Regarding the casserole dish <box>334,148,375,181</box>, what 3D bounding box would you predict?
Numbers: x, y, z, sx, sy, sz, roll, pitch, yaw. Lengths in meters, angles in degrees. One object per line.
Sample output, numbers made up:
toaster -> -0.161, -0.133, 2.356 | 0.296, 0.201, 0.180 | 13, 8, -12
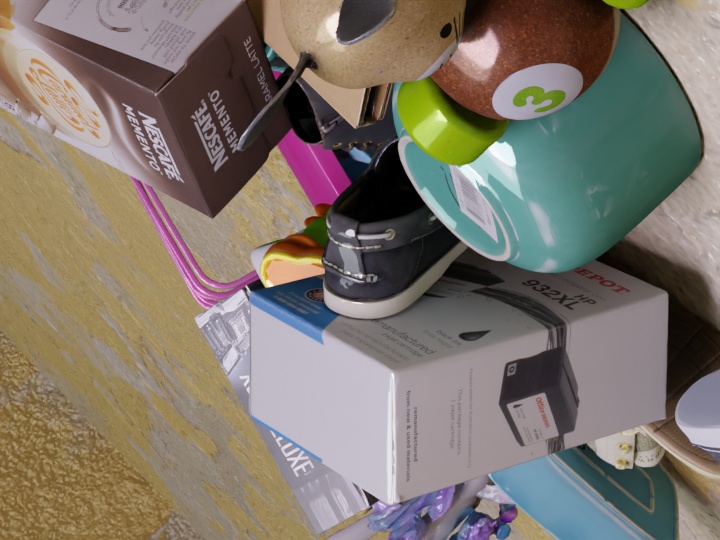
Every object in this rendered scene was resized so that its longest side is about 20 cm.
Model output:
casserole dish -> 0.057, -0.019, 1.831 | 0.200, 0.039, 0.121 | 55, 164, -21

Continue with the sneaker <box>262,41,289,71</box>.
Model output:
sneaker -> -0.048, -0.154, 1.654 | 0.078, 0.091, 0.200 | 42, 164, 27

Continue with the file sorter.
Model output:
file sorter -> -0.085, -0.055, 1.873 | 0.139, 0.125, 0.200 | 59, 175, 4

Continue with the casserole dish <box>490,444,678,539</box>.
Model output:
casserole dish -> 0.149, 0.132, 1.786 | 0.200, 0.039, 0.121 | 40, -150, -22

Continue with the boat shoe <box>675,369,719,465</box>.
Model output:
boat shoe -> 0.253, 0.098, 1.470 | 0.068, 0.074, 0.199 | 52, 153, -21

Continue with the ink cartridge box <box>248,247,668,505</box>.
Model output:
ink cartridge box -> 0.056, 0.049, 1.540 | 0.145, 0.199, 0.084 | 26, 123, 50

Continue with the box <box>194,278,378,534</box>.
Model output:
box -> -0.004, 0.063, 1.737 | 0.050, 0.200, 0.158 | -31, 88, 32

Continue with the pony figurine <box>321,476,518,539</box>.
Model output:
pony figurine -> 0.074, 0.146, 1.970 | 0.167, 0.200, 0.193 | 51, 151, 15

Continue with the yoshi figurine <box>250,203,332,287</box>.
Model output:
yoshi figurine -> 0.014, 0.000, 1.665 | 0.112, 0.112, 0.200 | 56, -151, -5

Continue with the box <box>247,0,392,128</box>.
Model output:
box -> -0.033, -0.198, 1.470 | 0.200, 0.021, 0.164 | 45, 134, 40

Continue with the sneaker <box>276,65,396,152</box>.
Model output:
sneaker -> 0.007, -0.095, 1.642 | 0.075, 0.106, 0.200 | 38, 163, 34

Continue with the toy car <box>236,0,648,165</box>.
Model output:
toy car -> 0.024, -0.117, 1.249 | 0.158, 0.200, 0.164 | 48, 128, 0

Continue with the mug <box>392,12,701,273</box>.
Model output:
mug -> 0.080, -0.086, 1.441 | 0.185, 0.114, 0.152 | 51, 165, -12

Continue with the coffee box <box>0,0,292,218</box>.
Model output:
coffee box -> -0.148, -0.128, 1.557 | 0.200, 0.080, 0.115 | 27, 155, 33

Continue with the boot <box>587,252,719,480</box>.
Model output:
boot -> 0.181, 0.082, 1.667 | 0.200, 0.072, 0.155 | 45, 165, 33

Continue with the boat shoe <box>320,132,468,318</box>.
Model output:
boat shoe -> 0.041, -0.051, 1.537 | 0.072, 0.200, 0.068 | 8, 126, 30
